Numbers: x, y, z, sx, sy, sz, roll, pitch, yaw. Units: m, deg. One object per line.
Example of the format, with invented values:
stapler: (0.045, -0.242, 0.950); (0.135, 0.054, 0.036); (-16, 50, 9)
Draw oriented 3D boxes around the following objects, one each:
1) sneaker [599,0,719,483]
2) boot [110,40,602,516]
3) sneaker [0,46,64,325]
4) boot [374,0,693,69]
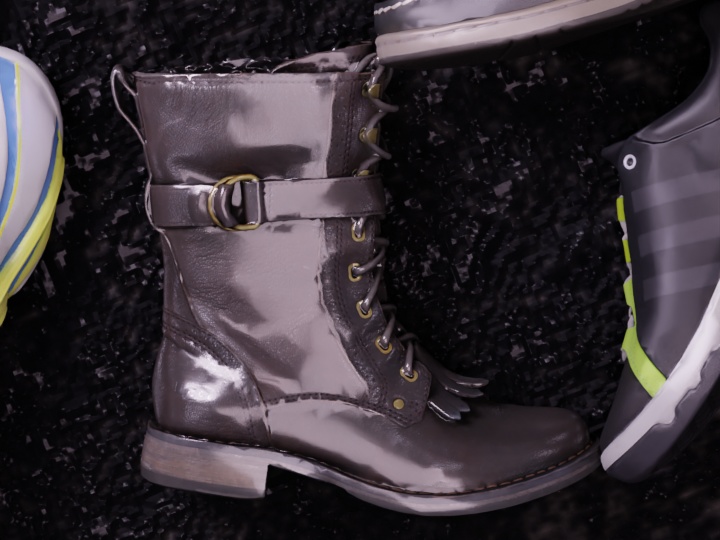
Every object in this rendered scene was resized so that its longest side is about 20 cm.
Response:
sneaker: (0.127, -0.018, 1.022); (0.082, 0.072, 0.201); (26, 95, 15)
boot: (0.000, 0.000, 1.014); (0.198, 0.069, 0.176); (3, 97, -3)
sneaker: (-0.170, 0.014, 0.993); (0.075, 0.105, 0.201); (23, 100, -5)
boot: (0.082, -0.167, 0.974); (0.199, 0.073, 0.152); (-19, 91, 8)
